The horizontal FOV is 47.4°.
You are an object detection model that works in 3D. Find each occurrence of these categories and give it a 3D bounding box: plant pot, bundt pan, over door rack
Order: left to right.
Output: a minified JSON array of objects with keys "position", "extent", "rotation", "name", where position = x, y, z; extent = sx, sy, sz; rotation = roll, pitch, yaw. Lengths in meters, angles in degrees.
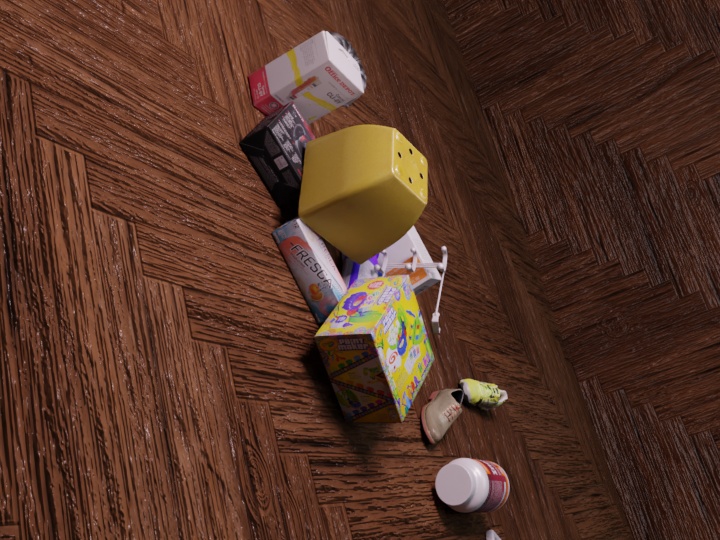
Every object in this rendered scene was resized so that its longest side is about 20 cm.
[{"position":[-0.049,-0.543,2.183],"extent":[0.202,0.075,0.203],"rotation":[49,27,-36],"name":"bundt pan"},{"position":[0.022,-0.165,1.593],"extent":[0.195,0.198,0.196],"rotation":[38,43,-39],"name":"plant pot"},{"position":[0.099,0.031,1.674],"extent":[0.067,0.146,0.202],"rotation":[70,24,-49],"name":"over door rack"}]

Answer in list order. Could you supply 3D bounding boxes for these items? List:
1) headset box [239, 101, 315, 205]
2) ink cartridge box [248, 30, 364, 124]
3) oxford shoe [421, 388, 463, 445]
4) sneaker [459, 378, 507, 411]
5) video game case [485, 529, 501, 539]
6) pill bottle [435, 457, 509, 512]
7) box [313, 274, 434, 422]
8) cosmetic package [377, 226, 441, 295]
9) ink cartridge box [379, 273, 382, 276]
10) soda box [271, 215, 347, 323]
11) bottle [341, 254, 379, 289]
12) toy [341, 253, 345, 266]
[{"position":[-0.148,-0.245,1.667],"extent":[0.150,0.074,0.201],"rotation":[58,24,-18],"name":"headset box"},{"position":[-0.113,-0.393,1.729],"extent":[0.145,0.198,0.084],"rotation":[31,40,-53],"name":"ink cartridge box"},{"position":[0.189,0.321,1.856],"extent":[0.071,0.074,0.200],"rotation":[60,23,-14],"name":"oxford shoe"},{"position":[0.321,0.317,2.152],"extent":[0.199,0.076,0.076],"rotation":[24,48,-57],"name":"sneaker"},{"position":[0.338,0.724,1.861],"extent":[0.183,0.023,0.201],"rotation":[52,25,-30],"name":"video game case"},{"position":[0.241,0.467,1.780],"extent":[0.199,0.112,0.114],"rotation":[26,44,-57],"name":"pill bottle"},{"position":[0.033,0.144,1.527],"extent":[0.200,0.121,0.195],"rotation":[-52,131,-52],"name":"box"},{"position":[0.084,-0.043,1.806],"extent":[0.202,0.101,0.071],"rotation":[63,20,16],"name":"cosmetic package"},{"position":[0.099,0.004,2.020],"extent":[0.100,0.039,0.200],"rotation":[60,24,-16],"name":"ink cartridge box"},{"position":[-0.091,-0.005,1.576],"extent":[0.202,0.063,0.068],"rotation":[62,23,-7],"name":"soda box"},{"position":[0.000,0.000,1.722],"extent":[0.084,0.065,0.202],"rotation":[50,39,-42],"name":"bottle"},{"position":[-0.001,-0.054,1.842],"extent":[0.115,0.047,0.202],"rotation":[34,38,-49],"name":"toy"}]
